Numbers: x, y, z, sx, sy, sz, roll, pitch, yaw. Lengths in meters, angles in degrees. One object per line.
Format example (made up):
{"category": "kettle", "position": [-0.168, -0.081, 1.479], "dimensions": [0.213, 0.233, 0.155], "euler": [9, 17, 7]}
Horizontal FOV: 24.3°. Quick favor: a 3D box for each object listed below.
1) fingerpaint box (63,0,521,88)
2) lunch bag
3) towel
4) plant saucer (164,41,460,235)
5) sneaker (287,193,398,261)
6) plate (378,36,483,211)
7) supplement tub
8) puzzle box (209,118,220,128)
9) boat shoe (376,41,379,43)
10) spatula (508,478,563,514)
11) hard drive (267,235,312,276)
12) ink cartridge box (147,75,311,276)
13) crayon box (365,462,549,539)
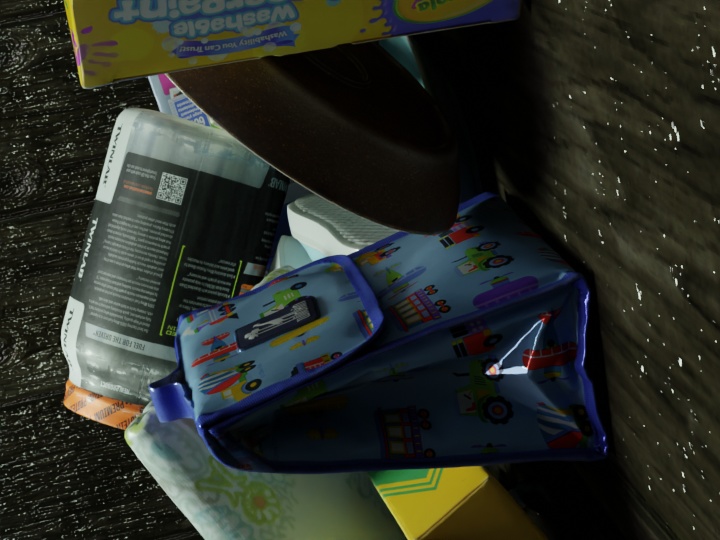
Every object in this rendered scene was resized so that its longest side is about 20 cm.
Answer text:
{"category": "fingerpaint box", "position": [-0.043, -0.176, 0.755], "dimensions": [0.074, 0.198, 0.168], "euler": [91, 166, -47]}
{"category": "lunch bag", "position": [-0.002, 0.043, 0.802], "dimensions": [0.151, 0.198, 0.095], "euler": [-124, 22, -69]}
{"category": "towel", "position": [-0.030, 0.103, 0.917], "dimensions": [0.171, 0.048, 0.200], "euler": [48, -149, -6]}
{"category": "plant saucer", "position": [-0.024, -0.095, 0.816], "dimensions": [0.035, 0.199, 0.201], "euler": [-51, 32, 20]}
{"category": "sneaker", "position": [0.000, 0.000, 1.022], "dimensions": [0.200, 0.073, 0.083], "euler": [-123, 25, -73]}
{"category": "plate", "position": [0.045, -0.049, 0.975], "dimensions": [0.200, 0.025, 0.202], "euler": [169, 90, -83]}
{"category": "supplement tub", "position": [-0.125, 0.003, 1.104], "dimensions": [0.122, 0.121, 0.202], "euler": [-158, 83, -81]}
{"category": "puzzle box", "position": [-0.045, -0.131, 1.111], "dimensions": [0.200, 0.025, 0.134], "euler": [22, -132, -56]}
{"category": "boat shoe", "position": [-0.024, -0.141, 1.026], "dimensions": [0.201, 0.069, 0.072], "euler": [-59, -32, -68]}
{"category": "spatula", "position": [0.087, 0.132, 0.955], "dimensions": [0.057, 0.020, 0.200], "euler": [57, 166, 5]}
{"category": "hard drive", "position": [-0.058, 0.093, 1.110], "dimensions": [0.201, 0.026, 0.133], "euler": [110, 159, -47]}
{"category": "ink cartridge box", "position": [-0.068, -0.080, 1.190], "dimensions": [0.042, 0.118, 0.201], "euler": [63, -173, -80]}
{"category": "crayon box", "position": [0.069, 0.144, 0.815], "dimensions": [0.127, 0.051, 0.200], "euler": [50, 178, -12]}
